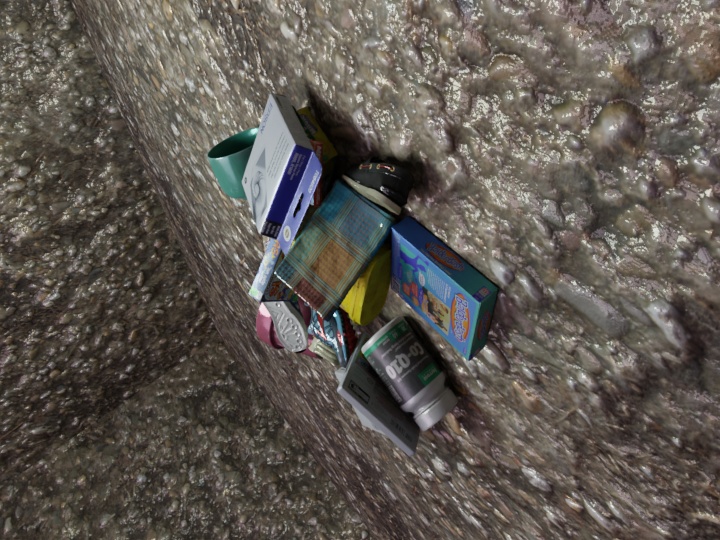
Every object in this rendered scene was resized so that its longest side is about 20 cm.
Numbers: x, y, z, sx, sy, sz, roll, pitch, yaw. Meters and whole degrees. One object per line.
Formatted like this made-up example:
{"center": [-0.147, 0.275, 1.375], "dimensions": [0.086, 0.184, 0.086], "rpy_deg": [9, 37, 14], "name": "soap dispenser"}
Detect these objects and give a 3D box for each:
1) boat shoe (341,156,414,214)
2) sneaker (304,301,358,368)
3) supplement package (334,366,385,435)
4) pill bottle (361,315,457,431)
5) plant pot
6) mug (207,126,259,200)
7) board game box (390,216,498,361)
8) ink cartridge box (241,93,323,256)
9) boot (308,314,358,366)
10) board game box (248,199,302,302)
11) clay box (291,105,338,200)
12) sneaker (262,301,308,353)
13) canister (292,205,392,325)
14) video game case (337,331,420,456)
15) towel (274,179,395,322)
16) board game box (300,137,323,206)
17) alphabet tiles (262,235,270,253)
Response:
{"center": [0.026, -0.143, 0.858], "dimensions": [0.072, 0.064, 0.201], "rpy_deg": [30, -176, -26], "name": "boat shoe"}
{"center": [-0.067, 0.129, 1.172], "dimensions": [0.079, 0.094, 0.205], "rpy_deg": [39, -155, -56], "name": "sneaker"}
{"center": [0.049, 0.286, 1.270], "dimensions": [0.159, 0.109, 0.199], "rpy_deg": [61, 157, -8], "name": "supplement package"}
{"center": [0.099, 0.204, 1.068], "dimensions": [0.202, 0.112, 0.114], "rpy_deg": [52, 157, 11], "name": "pill bottle"}
{"center": [-0.148, 0.132, 1.406], "dimensions": [0.175, 0.201, 0.204], "rpy_deg": [26, 145, 24], "name": "plant pot"}
{"center": [-0.239, -0.225, 1.175], "dimensions": [0.183, 0.150, 0.117], "rpy_deg": [27, 144, 50], "name": "mug"}
{"center": [0.128, 0.029, 0.877], "dimensions": [0.200, 0.044, 0.155], "rpy_deg": [44, 153, 32], "name": "board game box"}
{"center": [-0.146, -0.167, 0.948], "dimensions": [0.203, 0.039, 0.203], "rpy_deg": [-60, 44, 37], "name": "ink cartridge box"}
{"center": [-0.084, 0.116, 1.276], "dimensions": [0.071, 0.159, 0.198], "rpy_deg": [22, -173, -47], "name": "boot"}
{"center": [-0.134, -0.037, 1.062], "dimensions": [0.034, 0.206, 0.134], "rpy_deg": [28, -169, 24], "name": "board game box"}
{"center": [-0.100, -0.218, 1.031], "dimensions": [0.117, 0.047, 0.201], "rpy_deg": [56, 156, 12], "name": "clay box"}
{"center": [-0.168, 0.077, 1.295], "dimensions": [0.148, 0.078, 0.205], "rpy_deg": [-75, -36, -58], "name": "sneaker"}
{"center": [-0.042, -0.017, 0.979], "dimensions": [0.197, 0.086, 0.153], "rpy_deg": [33, 130, 26], "name": "canister"}
{"center": [0.052, 0.246, 1.096], "dimensions": [0.199, 0.183, 0.022], "rpy_deg": [42, 122, -8], "name": "video game case"}
{"center": [-0.046, -0.039, 0.902], "dimensions": [0.145, 0.203, 0.022], "rpy_deg": [36, 179, 29], "name": "towel"}
{"center": [-0.122, -0.195, 0.977], "dimensions": [0.199, 0.019, 0.107], "rpy_deg": [34, 128, 51], "name": "board game box"}
{"center": [-0.166, -0.092, 1.185], "dimensions": [0.164, 0.007, 0.208], "rpy_deg": [-16, 80, 42], "name": "alphabet tiles"}
